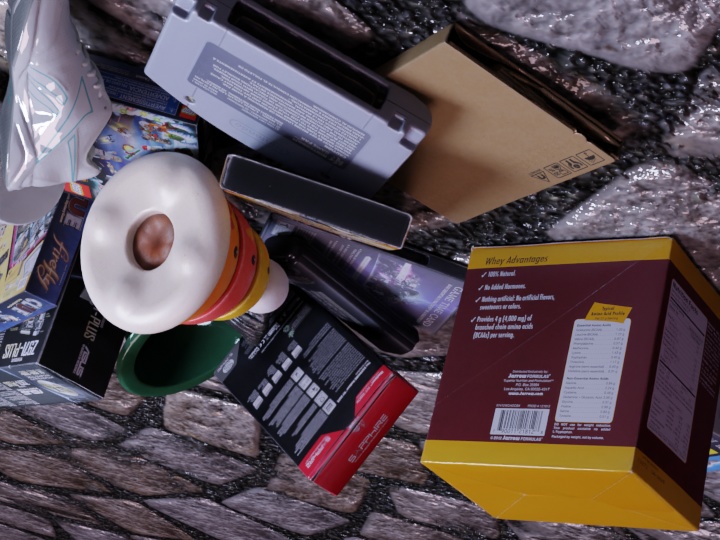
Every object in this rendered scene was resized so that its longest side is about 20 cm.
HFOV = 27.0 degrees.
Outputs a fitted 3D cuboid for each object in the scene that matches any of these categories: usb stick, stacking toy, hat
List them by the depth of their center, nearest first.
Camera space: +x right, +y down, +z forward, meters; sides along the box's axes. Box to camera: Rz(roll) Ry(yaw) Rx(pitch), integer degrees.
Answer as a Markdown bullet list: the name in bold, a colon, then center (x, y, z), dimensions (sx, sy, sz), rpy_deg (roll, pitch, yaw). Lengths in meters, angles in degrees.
- **stacking toy**: center (-0.124, -0.007, 1.259), dimensions (0.145, 0.148, 0.199), rpy_deg (1, 170, 30)
- **usb stick**: center (-0.016, 0.024, 1.396), dimensions (0.055, 0.033, 0.200), rpy_deg (8, 157, 43)
- **hat**: center (-0.215, 0.017, 1.563), dimensions (0.199, 0.177, 0.166), rpy_deg (-38, 150, 9)

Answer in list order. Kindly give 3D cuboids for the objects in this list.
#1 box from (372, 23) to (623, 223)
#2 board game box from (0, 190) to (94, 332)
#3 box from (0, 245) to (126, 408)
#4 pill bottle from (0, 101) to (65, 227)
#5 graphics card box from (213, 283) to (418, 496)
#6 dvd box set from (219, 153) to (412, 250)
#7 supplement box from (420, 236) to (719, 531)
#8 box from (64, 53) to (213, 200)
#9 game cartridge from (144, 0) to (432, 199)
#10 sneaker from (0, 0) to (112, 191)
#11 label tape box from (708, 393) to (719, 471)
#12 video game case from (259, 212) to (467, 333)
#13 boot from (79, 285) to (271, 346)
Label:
- **box**: center (0.070, -0.102, 1.111), dimensions (0.163, 0.021, 0.199), rpy_deg (30, 154, -23)
- **board game box**: center (-0.317, -0.015, 1.417), dimensions (0.034, 0.137, 0.199), rpy_deg (27, 155, -26)
- **box**: center (-0.321, 0.045, 1.516), dimensions (0.199, 0.165, 0.086), rpy_deg (-10, 146, 44)
- **pill bottle**: center (-0.337, -0.090, 1.256), dimensions (0.199, 0.110, 0.109), rpy_deg (7, 158, 45)
- **graphics card box**: center (-0.046, 0.106, 1.419), dimensions (0.051, 0.126, 0.200), rpy_deg (37, -179, -43)
- **dvd box set**: center (-0.035, -0.051, 1.189), dimensions (0.145, 0.030, 0.200), rpy_deg (19, 180, -2)
- **supplement box**: center (0.183, 0.094, 1.253), dimensions (0.196, 0.202, 0.133), rpy_deg (-3, 151, 37)
- **box**: center (-0.193, -0.107, 1.253), dimensions (0.136, 0.040, 0.200), rpy_deg (16, 157, 3)
- **game cartridge**: center (-0.057, -0.128, 1.095), dimensions (0.199, 0.042, 0.133), rpy_deg (29, 158, -9)
- **sneaker**: center (-0.225, -0.147, 1.114), dimensions (0.079, 0.071, 0.201), rpy_deg (-1, 133, -17)
- **label tape box**: center (0.282, 0.132, 1.449), dimensions (0.199, 0.067, 0.143), rpy_deg (26, 155, -27)
- **video game case**: center (0.000, 0.000, 1.393), dimensions (0.198, 0.019, 0.143), rpy_deg (19, 157, -8)
- **boot**: center (-0.153, 0.015, 1.354), dimensions (0.157, 0.080, 0.211), rpy_deg (29, -168, 2)
